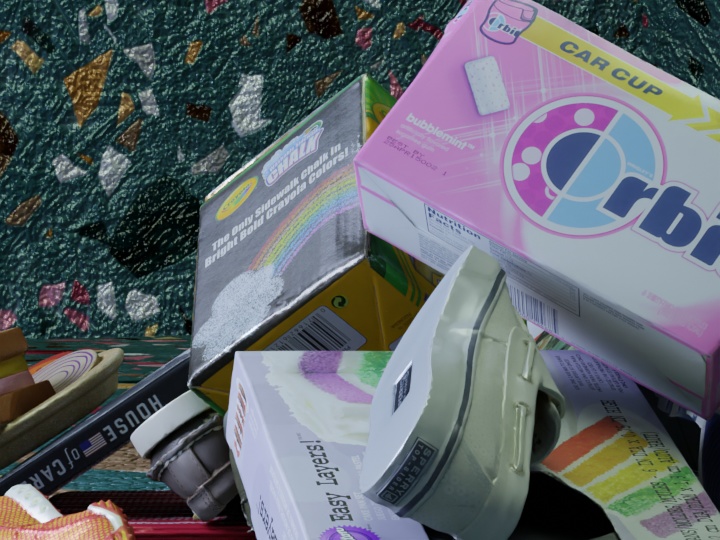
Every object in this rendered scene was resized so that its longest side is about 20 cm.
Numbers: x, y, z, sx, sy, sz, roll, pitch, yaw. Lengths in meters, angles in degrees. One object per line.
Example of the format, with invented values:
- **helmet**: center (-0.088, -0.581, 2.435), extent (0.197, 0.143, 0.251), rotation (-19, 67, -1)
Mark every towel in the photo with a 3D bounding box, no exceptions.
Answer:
- **towel**: center (-0.100, 0.133, 1.470), extent (0.144, 0.023, 0.200), rotation (1, 1, -1)

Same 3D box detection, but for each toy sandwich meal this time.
- **toy sandwich meal**: center (-0.218, 0.075, 1.493), extent (0.204, 0.070, 0.205), rotation (-29, 5, 3)

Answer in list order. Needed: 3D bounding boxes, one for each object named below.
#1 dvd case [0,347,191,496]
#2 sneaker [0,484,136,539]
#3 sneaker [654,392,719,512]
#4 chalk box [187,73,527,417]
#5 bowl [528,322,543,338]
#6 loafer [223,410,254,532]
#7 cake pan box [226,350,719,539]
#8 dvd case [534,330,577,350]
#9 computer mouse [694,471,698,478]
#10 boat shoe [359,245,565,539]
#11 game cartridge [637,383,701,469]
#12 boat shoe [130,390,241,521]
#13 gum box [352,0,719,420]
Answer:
- **dvd case**: center (-0.141, 0.089, 1.495), extent (0.150, 0.025, 0.200), rotation (-34, 0, -3)
- **sneaker**: center (-0.126, 0.130, 1.094), extent (0.077, 0.073, 0.200), rotation (-25, 8, -25)
- **sneaker**: center (0.215, 0.068, 1.328), extent (0.114, 0.081, 0.200), rotation (12, 19, -10)
- **chalk box**: center (0.000, 0.000, 1.423), extent (0.124, 0.124, 0.200), rotation (-36, 28, 25)
- **bowl**: center (0.164, 0.074, 1.739), extent (0.201, 0.090, 0.201), rotation (37, -17, 13)
- **loafer**: center (0.023, 0.115, 1.294), extent (0.199, 0.070, 0.075), rotation (22, 29, 32)
- **cake pan box**: center (0.048, 0.097, 1.193), extent (0.183, 0.053, 0.200), rotation (-1, 25, -11)
- **dvd case**: center (0.096, 0.055, 1.435), extent (0.200, 0.022, 0.146), rotation (-44, 4, 41)
- **computer mouse**: center (0.168, 0.122, 1.380), extent (0.199, 0.044, 0.110), rotation (7, 4, -26)
- **boat shoe**: center (0.049, 0.054, 1.165), extent (0.070, 0.071, 0.200), rotation (33, 19, -7)
- **game cartridge**: center (0.231, 0.090, 1.492), extent (0.199, 0.041, 0.133), rotation (16, -16, 22)
- **boat shoe**: center (-0.047, 0.093, 1.449), extent (0.072, 0.060, 0.200), rotation (-38, -15, 17)
- **gum box**: center (0.102, -0.035, 1.272), extent (0.199, 0.114, 0.066), rotation (29, -23, 19)
